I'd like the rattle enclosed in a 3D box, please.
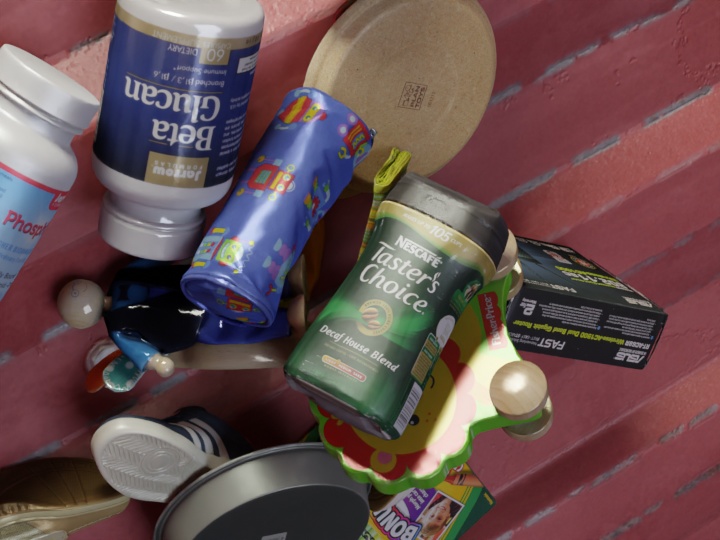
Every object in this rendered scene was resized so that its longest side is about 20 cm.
[{"bbox_3d":[-0.128,0.026,1.510,0.199,0.130,0.143,0,108,-6],"label":"rattle"}]

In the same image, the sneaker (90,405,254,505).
[{"bbox_3d":[-0.160,0.147,1.541,0.075,0.085,0.200,-36,143,16],"label":"sneaker"}]

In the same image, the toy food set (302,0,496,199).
[{"bbox_3d":[0.032,-0.153,1.526,0.197,0.049,0.201,-12,122,-30],"label":"toy food set"}]

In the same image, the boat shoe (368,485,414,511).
[{"bbox_3d":[0.066,0.138,1.616,0.069,0.071,0.200,5,129,-40],"label":"boat shoe"}]

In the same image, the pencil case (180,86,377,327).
[{"bbox_3d":[-0.063,-0.047,1.417,0.200,0.078,0.087,-62,156,-25],"label":"pencil case"}]

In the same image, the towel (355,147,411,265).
[{"bbox_3d":[0.000,0.000,1.523,0.086,0.018,0.200,-53,161,-63],"label":"towel"}]

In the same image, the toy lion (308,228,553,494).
[{"bbox_3d":[0.051,0.077,1.480,0.191,0.201,0.069,-12,154,5],"label":"toy lion"}]

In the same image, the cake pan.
[{"bbox_3d":[-0.079,0.221,1.578,0.200,0.037,0.201,-15,145,-11],"label":"cake pan"}]

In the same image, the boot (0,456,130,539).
[{"bbox_3d":[-0.285,0.247,1.525,0.200,0.073,0.156,-15,124,-26],"label":"boot"}]

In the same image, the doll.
[{"bbox_3d":[-0.143,0.023,1.460,0.199,0.137,0.049,-3,144,2],"label":"doll"}]

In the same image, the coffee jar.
[{"bbox_3d":[0.031,0.025,1.431,0.200,0.104,0.085,-59,157,-12],"label":"coffee jar"}]

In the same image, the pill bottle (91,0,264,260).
[{"bbox_3d":[-0.143,-0.114,1.381,0.111,0.111,0.201,-4,118,-34],"label":"pill bottle"}]

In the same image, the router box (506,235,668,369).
[{"bbox_3d":[0.157,0.021,1.650,0.200,0.150,0.062,10,110,-39],"label":"router box"}]

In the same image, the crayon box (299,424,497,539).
[{"bbox_3d":[0.015,0.215,1.728,0.173,0.058,0.200,-43,132,-6],"label":"crayon box"}]

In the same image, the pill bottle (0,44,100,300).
[{"bbox_3d":[-0.275,-0.058,1.323,0.109,0.109,0.200,27,100,-42],"label":"pill bottle"}]
